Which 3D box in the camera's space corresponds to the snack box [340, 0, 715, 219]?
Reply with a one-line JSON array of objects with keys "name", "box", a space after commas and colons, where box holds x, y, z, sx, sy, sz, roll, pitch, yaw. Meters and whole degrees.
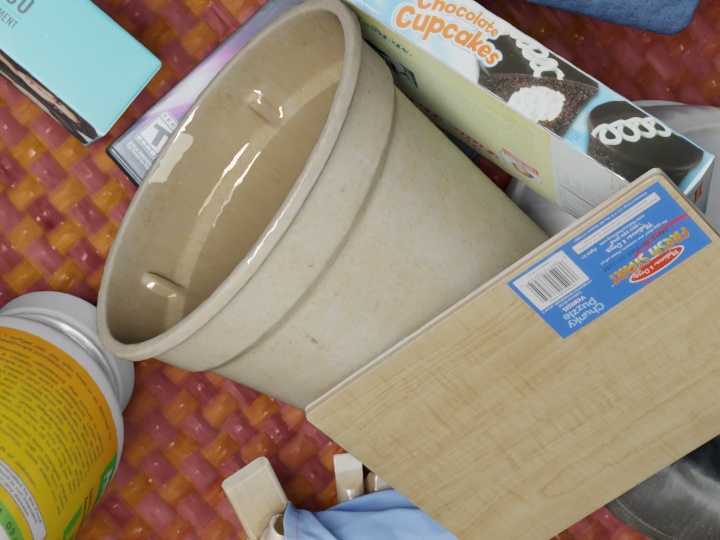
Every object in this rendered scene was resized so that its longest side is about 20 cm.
[{"name": "snack box", "box": [0.079, -0.079, 0.894, 0.200, 0.116, 0.037, 35, 82, 15]}]

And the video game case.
[{"name": "video game case", "box": [-0.019, -0.079, 0.995, 0.200, 0.019, 0.143, -44, 100, -12]}]

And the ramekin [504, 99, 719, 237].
[{"name": "ramekin", "box": [0.178, 0.001, 1.004, 0.199, 0.105, 0.201, 0, 88, -16]}]

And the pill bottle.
[{"name": "pill bottle", "box": [-0.176, 0.089, 0.848, 0.110, 0.200, 0.112, 6, 116, 12]}]

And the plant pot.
[{"name": "plant pot", "box": [0.000, 0.000, 0.904, 0.183, 0.200, 0.201, 34, 80, -24]}]

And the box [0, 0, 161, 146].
[{"name": "box", "box": [-0.195, -0.146, 0.912, 0.200, 0.082, 0.049, 40, 80, -11]}]

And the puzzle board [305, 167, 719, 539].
[{"name": "puzzle board", "box": [0.097, 0.050, 0.841, 0.200, 0.017, 0.151, -36, 124, 20]}]

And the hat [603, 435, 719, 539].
[{"name": "hat", "box": [0.203, 0.051, 0.904, 0.199, 0.081, 0.202, 4, 117, 8]}]

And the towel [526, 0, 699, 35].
[{"name": "towel", "box": [0.078, -0.175, 0.966, 0.199, 0.112, 0.049, 10, 110, -25]}]

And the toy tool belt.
[{"name": "toy tool belt", "box": [0.029, 0.147, 0.950, 0.199, 0.125, 0.124, -7, 99, -17]}]
